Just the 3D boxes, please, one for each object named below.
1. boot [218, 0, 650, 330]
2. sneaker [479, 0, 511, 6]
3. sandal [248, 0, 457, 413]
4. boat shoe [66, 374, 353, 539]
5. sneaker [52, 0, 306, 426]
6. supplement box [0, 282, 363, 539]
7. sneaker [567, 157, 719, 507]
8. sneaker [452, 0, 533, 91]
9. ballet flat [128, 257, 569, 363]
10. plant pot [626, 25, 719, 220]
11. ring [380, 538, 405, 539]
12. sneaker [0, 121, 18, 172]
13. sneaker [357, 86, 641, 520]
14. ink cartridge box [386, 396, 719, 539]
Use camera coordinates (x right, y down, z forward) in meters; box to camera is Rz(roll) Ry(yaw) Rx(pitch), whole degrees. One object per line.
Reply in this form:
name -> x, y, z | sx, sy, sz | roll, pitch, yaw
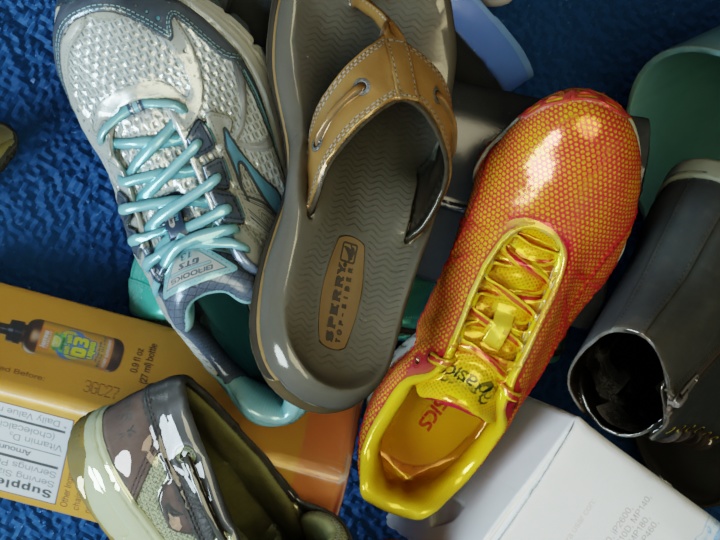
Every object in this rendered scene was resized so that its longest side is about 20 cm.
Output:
boot -> 0.026, -0.075, 1.206 | 0.199, 0.066, 0.165 | 18, 118, -3
sneaker -> 0.067, -0.214, 1.263 | 0.082, 0.075, 0.201 | -2, 96, -11
sandal -> 0.001, -0.045, 1.129 | 0.082, 0.055, 0.201 | 16, 78, -26
boat shoe -> -0.033, 0.123, 1.178 | 0.066, 0.072, 0.201 | -32, 110, 29
sneaker -> -0.059, -0.026, 1.155 | 0.077, 0.086, 0.200 | -22, 117, 19
supplement box -> -0.103, 0.063, 1.232 | 0.199, 0.067, 0.069 | 17, 129, -3
sneaker -> 0.127, 0.054, 1.252 | 0.075, 0.200, 0.106 | 20, 52, 24
sneaker -> -0.015, -0.127, 1.257 | 0.078, 0.070, 0.200 | -45, 102, -6
ballet flat -> 0.000, 0.000, 1.273 | 0.199, 0.067, 0.071 | 4, 97, -13
plant pot -> 0.240, -0.044, 1.264 | 0.161, 0.200, 0.201 | -31, 102, -20
ring -> 0.045, 0.208, 1.237 | 0.019, 0.200, 0.201 | -22, 100, -21
sneaker -> -0.240, -0.034, 1.218 | 0.200, 0.077, 0.089 | -22, 92, -12
sneaker -> 0.060, 0.018, 1.180 | 0.073, 0.077, 0.200 | 21, 117, -7
ink cartridge box -> 0.125, 0.142, 1.275 | 0.200, 0.148, 0.086 | 38, 85, -14
